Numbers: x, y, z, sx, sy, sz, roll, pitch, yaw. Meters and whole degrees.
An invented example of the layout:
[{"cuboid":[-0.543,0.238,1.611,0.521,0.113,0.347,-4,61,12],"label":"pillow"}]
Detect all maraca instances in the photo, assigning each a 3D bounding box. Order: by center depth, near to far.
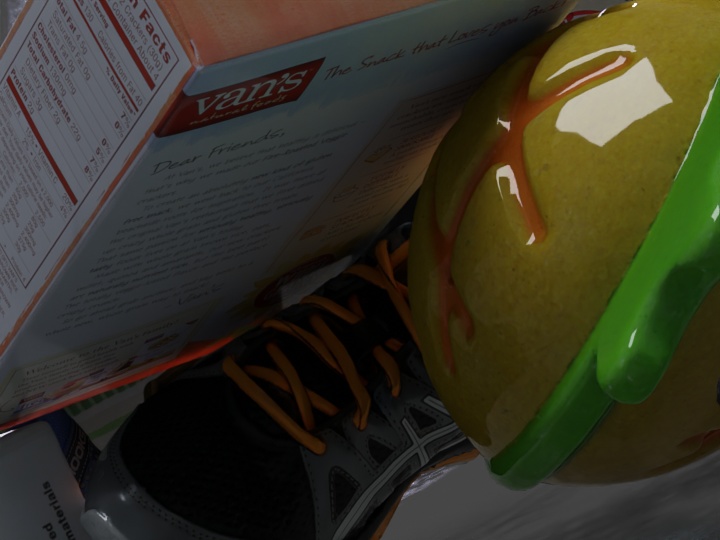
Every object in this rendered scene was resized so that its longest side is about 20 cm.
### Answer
[{"cuboid":[0.071,-0.010,0.619,0.200,0.107,0.137,131,163,-77],"label":"maraca"}]

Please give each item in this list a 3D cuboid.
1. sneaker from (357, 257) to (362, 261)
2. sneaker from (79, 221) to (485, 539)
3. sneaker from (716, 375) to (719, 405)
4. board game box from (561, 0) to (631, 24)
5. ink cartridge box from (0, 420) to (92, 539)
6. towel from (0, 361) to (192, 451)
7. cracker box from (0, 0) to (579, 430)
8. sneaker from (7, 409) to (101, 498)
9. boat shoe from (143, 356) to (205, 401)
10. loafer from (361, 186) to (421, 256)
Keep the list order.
[{"cuboid":[0.000,0.000,0.867,0.199,0.076,0.079,10,-8,27],"label":"sneaker"},{"cuboid":[0.002,0.028,0.728,0.200,0.078,0.077,-29,-29,-37],"label":"sneaker"},{"cuboid":[0.144,-0.002,0.424,0.200,0.079,0.089,-19,-7,-21],"label":"sneaker"},{"cuboid":[0.129,-0.126,0.900,0.200,0.151,0.046,-45,8,15],"label":"board game box"},{"cuboid":[-0.179,0.128,0.709,0.200,0.084,0.144,-27,3,-33],"label":"ink cartridge box"},{"cuboid":[-0.132,0.044,0.938,0.152,0.023,0.200,-27,-24,5],"label":"towel"},{"cuboid":[-0.038,-0.037,0.674,0.134,0.058,0.200,-19,-18,-36],"label":"cracker box"},{"cuboid":[-0.165,0.111,0.890,0.200,0.085,0.077,-29,4,-38],"label":"sneaker"},{"cuboid":[-0.043,0.061,0.861,0.072,0.068,0.200,-27,3,-16],"label":"boat shoe"},{"cuboid":[0.012,-0.045,0.816,0.073,0.199,0.071,113,172,-50],"label":"loafer"}]
